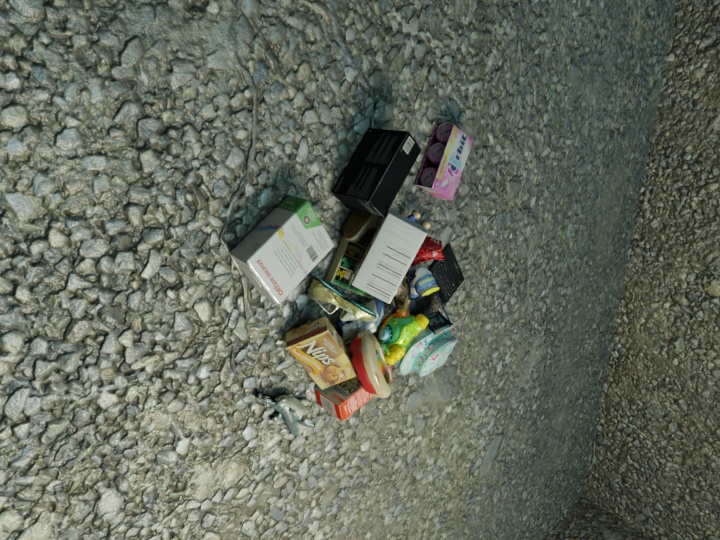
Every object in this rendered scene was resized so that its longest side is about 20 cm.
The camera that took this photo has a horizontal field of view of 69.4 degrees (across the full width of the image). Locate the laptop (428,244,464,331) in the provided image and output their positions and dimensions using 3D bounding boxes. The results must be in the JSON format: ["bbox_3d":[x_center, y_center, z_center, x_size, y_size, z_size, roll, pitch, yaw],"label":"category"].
[{"bbox_3d":[0.292,0.054,1.669,0.200,0.103,0.178,-49,133,-20],"label":"laptop"}]

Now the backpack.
[{"bbox_3d":[0.184,0.232,1.592,0.199,0.151,0.178,-12,139,-34],"label":"backpack"}]

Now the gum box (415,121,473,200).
[{"bbox_3d":[0.247,-0.320,1.511,0.113,0.066,0.202,19,91,-48],"label":"gum box"}]

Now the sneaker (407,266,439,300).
[{"bbox_3d":[0.176,0.037,1.521,0.074,0.200,0.083,-26,84,-11],"label":"sneaker"}]

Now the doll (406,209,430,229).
[{"bbox_3d":[0.101,-0.082,1.430,0.136,0.048,0.200,45,67,0],"label":"doll"}]

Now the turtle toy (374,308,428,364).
[{"bbox_3d":[0.095,0.175,1.434,0.146,0.101,0.200,-48,175,-21],"label":"turtle toy"}]

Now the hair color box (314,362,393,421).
[{"bbox_3d":[-0.017,0.319,1.457,0.199,0.110,0.064,-31,125,-34],"label":"hair color box"}]

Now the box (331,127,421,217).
[{"bbox_3d":[0.039,-0.245,1.283,0.079,0.141,0.201,39,77,-47],"label":"box"}]

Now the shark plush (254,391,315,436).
[{"bbox_3d":[-0.195,0.370,1.336,0.083,0.091,0.200,-37,140,10],"label":"shark plush"}]

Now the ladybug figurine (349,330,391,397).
[{"bbox_3d":[0.023,0.247,1.360,0.136,0.071,0.201,-79,151,-66],"label":"ladybug figurine"}]

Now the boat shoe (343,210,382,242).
[{"bbox_3d":[0.030,-0.144,1.355,0.201,0.073,0.069,-56,134,-19],"label":"boat shoe"}]

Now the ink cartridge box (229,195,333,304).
[{"bbox_3d":[-0.175,-0.048,1.184,0.200,0.084,0.145,-48,132,-21],"label":"ink cartridge box"}]

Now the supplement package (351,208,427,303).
[{"bbox_3d":[0.071,-0.039,1.312,0.109,0.114,0.201,27,102,-4],"label":"supplement package"}]

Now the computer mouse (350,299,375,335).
[{"bbox_3d":[0.006,0.159,1.477,0.059,0.034,0.201,-47,132,-20],"label":"computer mouse"}]

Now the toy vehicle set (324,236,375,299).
[{"bbox_3d":[0.000,0.000,1.416,0.199,0.026,0.125,24,87,-47],"label":"toy vehicle set"}]

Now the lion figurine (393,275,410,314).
[{"bbox_3d":[0.115,0.093,1.494,0.072,0.123,0.201,-14,118,8],"label":"lion figurine"}]

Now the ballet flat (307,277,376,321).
[{"bbox_3d":[-0.050,0.092,1.339,0.199,0.071,0.071,33,81,-19],"label":"ballet flat"}]

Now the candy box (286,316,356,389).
[{"bbox_3d":[-0.095,0.217,1.342,0.115,0.056,0.201,-23,129,8],"label":"candy box"}]

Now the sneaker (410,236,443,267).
[{"bbox_3d":[0.167,-0.048,1.478,0.200,0.115,0.079,-44,130,-40],"label":"sneaker"}]

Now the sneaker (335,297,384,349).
[{"bbox_3d":[-0.016,0.149,1.402,0.088,0.075,0.200,38,89,-33],"label":"sneaker"}]
